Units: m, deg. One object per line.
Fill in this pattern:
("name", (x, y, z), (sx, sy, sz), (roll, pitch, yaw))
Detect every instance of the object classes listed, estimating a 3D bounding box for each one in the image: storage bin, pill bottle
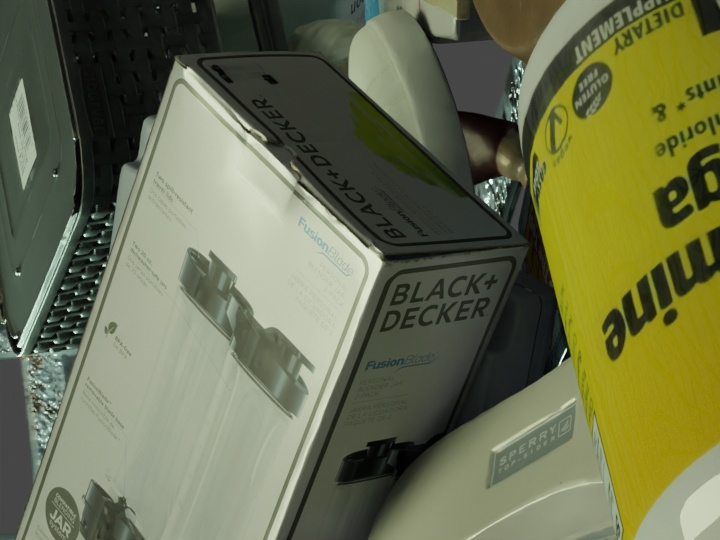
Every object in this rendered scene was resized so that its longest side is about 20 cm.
("storage bin", (-0.099, -0.059, 1.160), (0.200, 0.094, 0.135), (123, 138, -64))
("pill bottle", (0.105, 0.025, 0.605), (0.112, 0.112, 0.200), (97, 166, -49))

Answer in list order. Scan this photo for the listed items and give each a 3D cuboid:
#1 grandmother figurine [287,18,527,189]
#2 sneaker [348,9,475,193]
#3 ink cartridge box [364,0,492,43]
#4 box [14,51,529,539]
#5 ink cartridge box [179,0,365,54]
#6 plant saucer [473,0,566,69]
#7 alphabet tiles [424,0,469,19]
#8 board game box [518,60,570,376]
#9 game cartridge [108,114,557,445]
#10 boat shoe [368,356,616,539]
("grandmother figurine", (0.025, -0.014, 1.081), (0.200, 0.121, 0.061), (62, -165, 20))
("sneaker", (0.000, 0.000, 0.994), (0.073, 0.085, 0.200), (94, 170, -69))
("ink cartridge box", (0.046, -0.146, 1.060), (0.200, 0.067, 0.116), (-143, 51, -79))
("box", (-0.034, 0.044, 0.877), (0.117, 0.060, 0.200), (43, 125, 38))
("ink cartridge box", (-0.020, -0.190, 1.246), (0.145, 0.083, 0.200), (-56, -27, -51))
("plant saucer", (0.059, -0.143, 0.755), (0.200, 0.029, 0.200), (-177, 90, -77))
("alphabet tiles", (0.021, -0.177, 0.970), (0.200, 0.006, 0.166), (-128, 36, -75))
("board game box", (0.085, -0.054, 0.868), (0.200, 0.062, 0.200), (98, 165, -50))
("game cartridge", (-0.018, 0.038, 0.931), (0.200, 0.040, 0.133), (28, 111, 45))
("boat shoe", (0.085, 0.062, 0.782), (0.200, 0.069, 0.072), (-36, 31, 38))
